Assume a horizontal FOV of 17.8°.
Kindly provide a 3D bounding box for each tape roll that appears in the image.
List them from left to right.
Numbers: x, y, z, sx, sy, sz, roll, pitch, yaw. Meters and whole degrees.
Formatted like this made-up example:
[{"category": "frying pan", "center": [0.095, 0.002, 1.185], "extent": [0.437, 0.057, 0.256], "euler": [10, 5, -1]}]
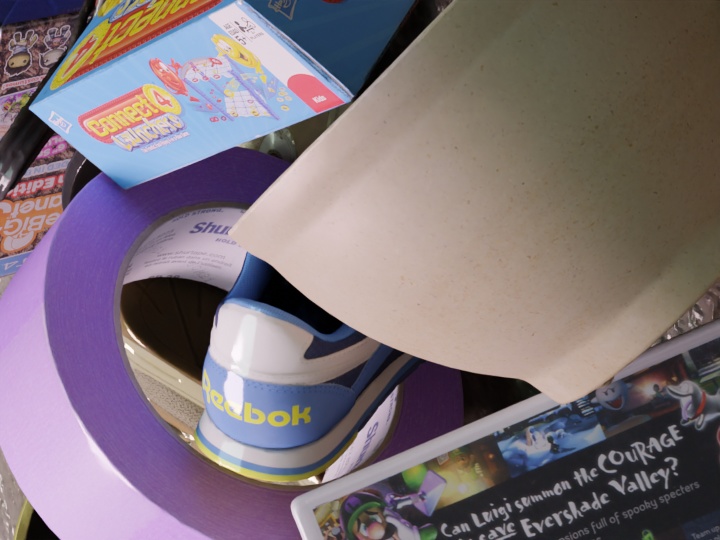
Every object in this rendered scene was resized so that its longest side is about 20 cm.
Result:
[{"category": "tape roll", "center": [-0.056, 0.046, 0.992], "extent": [0.066, 0.200, 0.200], "euler": [-43, 66, 46]}]

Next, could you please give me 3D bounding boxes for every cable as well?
[{"category": "cable", "center": [-0.140, -0.121, 1.146], "extent": [0.050, 0.200, 0.097], "euler": [41, 164, -12]}]

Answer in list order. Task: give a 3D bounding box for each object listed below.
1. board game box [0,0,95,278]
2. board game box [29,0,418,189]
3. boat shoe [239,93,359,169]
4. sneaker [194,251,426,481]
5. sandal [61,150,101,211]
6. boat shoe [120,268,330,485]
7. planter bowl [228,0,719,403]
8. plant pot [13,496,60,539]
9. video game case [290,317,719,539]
[{"category": "board game box", "center": [-0.208, -0.120, 1.306], "extent": [0.159, 0.097, 0.200], "euler": [54, 143, 30]}, {"category": "board game box", "center": [-0.023, -0.138, 0.918], "extent": [0.056, 0.196, 0.200], "euler": [41, 154, -19]}, {"category": "boat shoe", "center": [-0.038, -0.062, 1.066], "extent": [0.071, 0.065, 0.200], "euler": [-82, 4, -49]}, {"category": "sneaker", "center": [0.000, 0.000, 0.947], "extent": [0.074, 0.200, 0.082], "euler": [15, 130, 20]}, {"category": "sandal", "center": [-0.113, -0.002, 1.224], "extent": [0.045, 0.075, 0.200], "euler": [50, 153, 37]}, {"category": "boat shoe", "center": [-0.042, 0.075, 1.075], "extent": [0.201, 0.073, 0.063], "euler": [35, 137, -14]}, {"category": "planter bowl", "center": [0.068, -0.037, 0.836], "extent": [0.135, 0.200, 0.200], "euler": [46, 146, -2]}, {"category": "plant pot", "center": [-0.096, 0.150, 1.183], "extent": [0.193, 0.200, 0.200], "euler": [170, 85, -71]}, {"category": "video game case", "center": [0.097, 0.132, 0.863], "extent": [0.023, 0.200, 0.182], "euler": [33, -145, -77]}]
